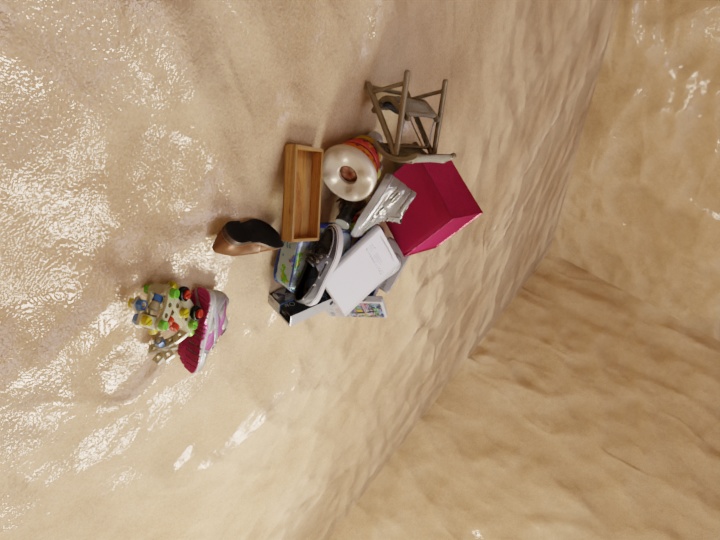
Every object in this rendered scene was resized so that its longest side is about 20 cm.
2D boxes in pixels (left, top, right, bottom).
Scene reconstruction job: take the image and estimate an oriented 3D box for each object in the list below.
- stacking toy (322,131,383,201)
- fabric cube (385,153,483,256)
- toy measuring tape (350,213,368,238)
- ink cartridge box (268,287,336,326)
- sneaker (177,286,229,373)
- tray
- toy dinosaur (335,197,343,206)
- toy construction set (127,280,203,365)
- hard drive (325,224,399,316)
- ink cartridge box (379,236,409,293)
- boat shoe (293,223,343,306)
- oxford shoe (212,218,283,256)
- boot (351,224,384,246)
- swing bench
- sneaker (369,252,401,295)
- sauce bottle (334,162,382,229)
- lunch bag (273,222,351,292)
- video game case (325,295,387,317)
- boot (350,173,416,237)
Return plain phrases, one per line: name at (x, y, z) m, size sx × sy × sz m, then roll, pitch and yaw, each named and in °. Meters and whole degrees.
stacking toy at (0.002, -0.278, 1.368) m, size 0.148 × 0.143 × 0.201 m, roll 92°, pitch 20°, yaw -45°
fabric cube at (0.184, -0.184, 1.582) m, size 0.195 × 0.202 × 0.198 m, roll -36°, pitch 167°, yaw 34°
toy measuring tape at (0.006, -0.118, 1.519) m, size 0.075 × 0.073 × 0.200 m, roll -61°, pitch -178°, yaw 5°
ink cartridge box at (-0.128, 0.068, 1.454) m, size 0.198 × 0.099 × 0.040 m, roll -22°, pitch 138°, yaw -38°
sneaker at (-0.329, 0.130, 1.221) m, size 0.088 × 0.081 × 0.203 m, roll -6°, pitch 123°, yaw -56°
tray at (-0.128, -0.168, 1.244) m, size 0.098 × 0.036 × 0.205 m, roll -8°, pitch 103°, yaw -57°
toy dinosaur at (-0.024, -0.181, 1.481) m, size 0.203 × 0.060 × 0.106 m, roll -63°, pitch 177°, yaw 15°
toy construction set at (-0.374, 0.100, 1.098) m, size 0.202 × 0.090 × 0.133 m, roll 96°, pitch 11°, yaw -53°
hard drive at (0.000, 0.000, 1.429) m, size 0.200 × 0.025 × 0.133 m, roll -43°, pitch 126°, yaw -14°
ink cartridge box at (0.088, -0.014, 1.723) m, size 0.148 × 0.085 × 0.200 m, roll -59°, pitch 174°, yaw 0°
boat shoe at (-0.103, -0.014, 1.310) m, size 0.066 × 0.069 × 0.203 m, roll 8°, pitch 111°, yaw -53°
oxford shoe at (-0.240, -0.064, 1.215) m, size 0.071 × 0.072 × 0.199 m, roll -38°, pitch 162°, yaw 25°
boot at (0.009, -0.060, 1.593) m, size 0.202 × 0.072 × 0.091 m, roll -58°, pitch 170°, yaw -18°
swing bench at (0.125, -0.355, 1.369) m, size 0.197 × 0.128 × 0.205 m, roll -14°, pitch 98°, yaw -54°
sneaker at (0.017, 0.023, 1.558) m, size 0.107 × 0.071 × 0.200 m, roll -6°, pitch 146°, yaw -51°
sauce bottle at (-0.007, -0.194, 1.415) m, size 0.203 × 0.064 × 0.065 m, roll -63°, pitch 157°, yaw -24°
lunch bag at (-0.114, -0.039, 1.396) m, size 0.198 × 0.082 × 0.164 m, roll -10°, pitch 121°, yaw -49°
video game case at (-0.018, 0.102, 1.603) m, size 0.200 × 0.178 × 0.024 m, roll 70°, pitch 22°, yaw -72°
boot at (0.054, -0.132, 1.357) m, size 0.201 × 0.095 × 0.074 m, roll -54°, pitch -174°, yaw 42°
